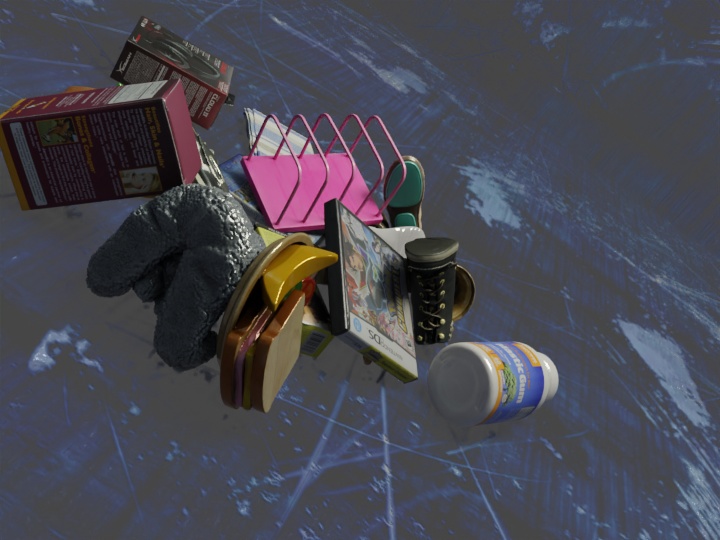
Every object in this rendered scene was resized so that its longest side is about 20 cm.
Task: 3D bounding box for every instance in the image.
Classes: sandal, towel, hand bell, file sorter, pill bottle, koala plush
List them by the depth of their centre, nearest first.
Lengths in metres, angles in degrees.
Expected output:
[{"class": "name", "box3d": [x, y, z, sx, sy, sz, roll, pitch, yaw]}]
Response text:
[{"class": "koala plush", "box3d": [-0.167, -0.010, 1.002, 0.177, 0.184, 0.200, 43, 14, 13]}, {"class": "pill bottle", "box3d": [0.194, 0.155, 1.221, 0.200, 0.112, 0.112, 4, 40, -48]}, {"class": "file sorter", "box3d": [-0.052, -0.156, 1.319, 0.199, 0.126, 0.139, -7, 59, -34]}, {"class": "sandal", "box3d": [0.017, -0.031, 1.372, 0.206, 0.080, 0.059, -6, 7, -44]}, {"class": "hand bell", "box3d": [0.111, 0.004, 1.445, 0.104, 0.104, 0.200, 27, 13, -19]}, {"class": "towel", "box3d": [-0.138, -0.205, 1.533, 0.147, 0.024, 0.200, 25, 29, -29]}]

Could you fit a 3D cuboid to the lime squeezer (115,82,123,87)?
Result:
[{"class": "lime squeezer", "box3d": [-0.285, -0.184, 1.266, 0.200, 0.038, 0.071, 56, 26, -6]}]

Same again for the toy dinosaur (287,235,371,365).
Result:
[{"class": "toy dinosaur", "box3d": [-0.016, 0.027, 1.178, 0.200, 0.060, 0.106, 60, 6, 4]}]

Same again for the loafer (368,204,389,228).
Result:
[{"class": "loafer", "box3d": [-0.030, -0.113, 1.457, 0.200, 0.076, 0.067, 46, 24, -2]}]

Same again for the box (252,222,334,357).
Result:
[{"class": "box", "box3d": [-0.098, 0.022, 1.149, 0.075, 0.050, 0.200, 20, 28, -37]}]

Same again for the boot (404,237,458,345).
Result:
[{"class": "boot", "box3d": [0.103, 0.032, 1.235, 0.073, 0.154, 0.204, -1, 5, 7]}]

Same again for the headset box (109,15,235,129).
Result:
[{"class": "headset box", "box3d": [-0.304, -0.330, 1.473, 0.199, 0.077, 0.149, 26, 26, -17]}]

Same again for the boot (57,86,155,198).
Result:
[{"class": "boot", "box3d": [-0.335, -0.181, 1.195, 0.199, 0.077, 0.155, 21, 24, -15]}]

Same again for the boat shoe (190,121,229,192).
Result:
[{"class": "boat shoe", "box3d": [-0.235, -0.150, 1.214, 0.068, 0.072, 0.201, -13, 75, -53]}]

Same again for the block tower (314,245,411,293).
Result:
[{"class": "block tower", "box3d": [0.000, 0.000, 1.280, 0.200, 0.058, 0.054, 9, -2, -42]}]

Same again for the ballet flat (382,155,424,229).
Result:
[{"class": "ballet flat", "box3d": [0.069, -0.117, 1.421, 0.068, 0.200, 0.067, 0, 43, -1]}]

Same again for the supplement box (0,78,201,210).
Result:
[{"class": "supplement box", "box3d": [-0.296, -0.144, 0.996, 0.199, 0.111, 0.086, -6, 28, 6]}]

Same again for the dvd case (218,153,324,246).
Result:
[{"class": "dvd case", "box3d": [-0.138, -0.105, 1.362, 0.200, 0.018, 0.143, 36, 24, 0]}]

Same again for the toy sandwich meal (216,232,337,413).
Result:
[{"class": "toy sandwich meal", "box3d": [-0.086, 0.055, 0.947, 0.070, 0.206, 0.205, 25, 22, 16]}]

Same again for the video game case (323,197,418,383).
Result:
[{"class": "video game case", "box3d": [0.014, 0.029, 1.161, 0.181, 0.025, 0.201, 38, 38, -47]}]
